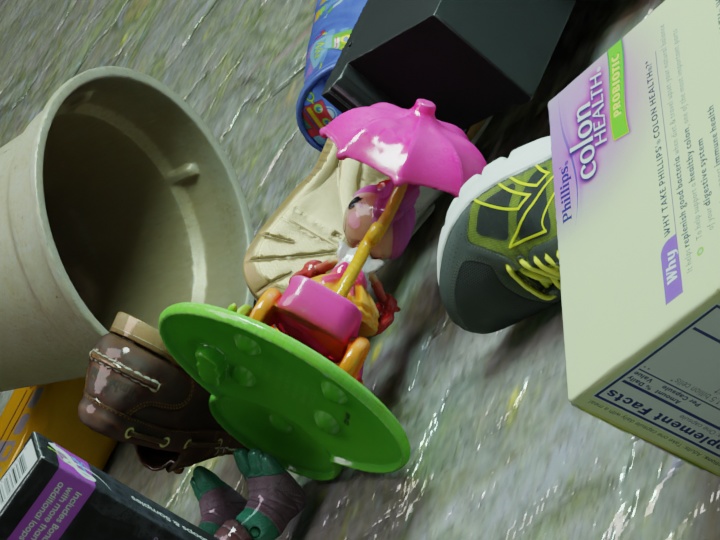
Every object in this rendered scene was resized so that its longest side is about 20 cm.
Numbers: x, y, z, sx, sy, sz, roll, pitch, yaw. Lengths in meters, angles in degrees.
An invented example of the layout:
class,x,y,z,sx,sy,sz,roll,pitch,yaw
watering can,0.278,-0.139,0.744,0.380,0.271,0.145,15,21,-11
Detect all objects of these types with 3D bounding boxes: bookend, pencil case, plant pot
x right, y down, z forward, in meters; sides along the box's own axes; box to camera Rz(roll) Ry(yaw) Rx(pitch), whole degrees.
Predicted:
class,x,y,z,sx,sy,sz,roll,pitch,yaw
bookend,0.101,-0.173,1.595,0.200,0.092,0.199,-25,32,51
pencil case,0.010,-0.156,1.825,0.087,0.078,0.200,-39,27,35
plant pot,-0.199,-0.007,1.847,0.183,0.200,0.201,-19,40,35

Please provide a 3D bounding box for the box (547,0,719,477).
class,x,y,z,sx,sy,sz,roll,pitch,yaw
box,0.181,-0.043,1.218,0.200,0.096,0.176,-40,36,36

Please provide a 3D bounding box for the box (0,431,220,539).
class,x,y,z,sx,sy,sz,roll,pitch,yaw
box,-0.120,0.188,1.451,0.143,0.200,0.036,-54,25,10

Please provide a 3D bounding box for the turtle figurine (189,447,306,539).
class,x,y,z,sx,sy,sz,roll,pitch,yaw
turtle figurine,-0.114,0.189,1.578,0.149,0.101,0.200,-3,40,48

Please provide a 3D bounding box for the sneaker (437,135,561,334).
class,x,y,z,sx,sy,sz,roll,pitch,yaw
sneaker,0.103,-0.023,1.431,0.200,0.074,0.085,-46,30,38

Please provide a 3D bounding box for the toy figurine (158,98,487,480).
class,x,y,z,sx,sy,sz,roll,pitch,yaw
toy figurine,0.000,0.000,1.564,0.184,0.150,0.200,-59,-7,-20

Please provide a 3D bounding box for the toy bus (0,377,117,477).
class,x,y,z,sx,sy,sz,roll,pitch,yaw
toy bus,-0.207,0.115,1.936,0.078,0.065,0.201,-9,51,62

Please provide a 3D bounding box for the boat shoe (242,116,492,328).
class,x,y,z,sx,sy,sz,roll,pitch,yaw
boat shoe,0.007,-0.045,1.685,0.200,0.071,0.069,-46,-23,-16

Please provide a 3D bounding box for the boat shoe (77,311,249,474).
class,x,y,z,sx,sy,sz,roll,pitch,yaw
boat shoe,-0.109,0.079,1.645,0.070,0.200,0.071,22,84,24
